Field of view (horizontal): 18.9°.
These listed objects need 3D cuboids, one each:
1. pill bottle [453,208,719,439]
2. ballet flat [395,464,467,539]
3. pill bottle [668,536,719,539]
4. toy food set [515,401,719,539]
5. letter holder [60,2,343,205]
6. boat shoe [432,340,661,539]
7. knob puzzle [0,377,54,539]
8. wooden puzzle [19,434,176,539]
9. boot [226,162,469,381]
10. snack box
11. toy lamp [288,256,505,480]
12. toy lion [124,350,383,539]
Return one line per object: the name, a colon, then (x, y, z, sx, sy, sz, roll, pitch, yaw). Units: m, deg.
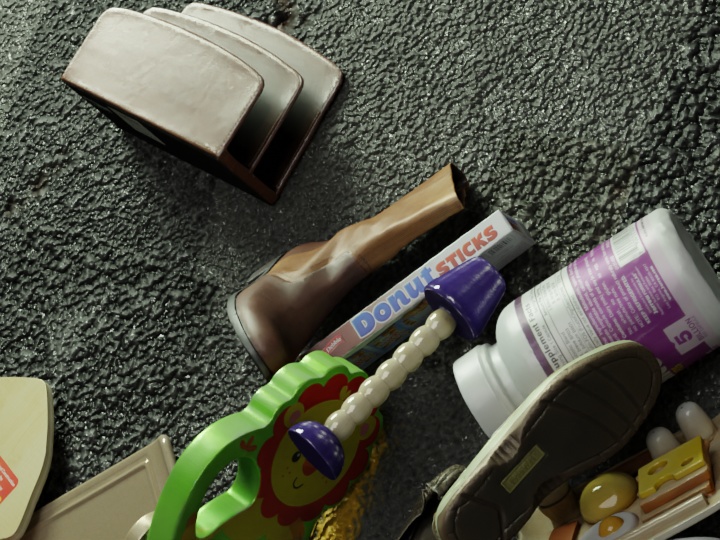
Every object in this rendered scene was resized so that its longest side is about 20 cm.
pill bottle: (0.172, 0.051, 1.603, 0.199, 0.112, 0.113, -34, 58, 14)
ballet flat: (0.034, 0.238, 1.642, 0.067, 0.046, 0.201, 25, 84, 35)
pill bottle: (0.232, 0.290, 1.473, 0.111, 0.112, 0.202, -16, 64, 23)
toy food set: (0.182, 0.147, 1.539, 0.199, 0.144, 0.061, -31, 103, 15)
letter holder: (-0.133, -0.170, 1.871, 0.199, 0.101, 0.143, 27, 83, 34)
boat shoe: (0.125, 0.121, 1.536, 0.199, 0.076, 0.072, -39, 98, -7)
knob puzzle: (-0.332, 0.178, 1.875, 0.218, 0.030, 0.221, -19, 51, 26)
wooden puzzle: (-0.204, 0.259, 1.777, 0.199, 0.037, 0.186, -33, 58, 21)
boot: (0.000, 0.000, 1.704, 0.199, 0.188, 0.069, -28, 98, 16)
snack box: (0.045, 0.024, 1.707, 0.199, 0.072, 0.024, -37, 74, 11)
toy lamp: (0.031, 0.068, 1.624, 0.200, 0.058, 0.058, -44, 54, -17)
toy lion: (-0.068, 0.153, 1.651, 0.068, 0.199, 0.193, 31, 105, 36)
